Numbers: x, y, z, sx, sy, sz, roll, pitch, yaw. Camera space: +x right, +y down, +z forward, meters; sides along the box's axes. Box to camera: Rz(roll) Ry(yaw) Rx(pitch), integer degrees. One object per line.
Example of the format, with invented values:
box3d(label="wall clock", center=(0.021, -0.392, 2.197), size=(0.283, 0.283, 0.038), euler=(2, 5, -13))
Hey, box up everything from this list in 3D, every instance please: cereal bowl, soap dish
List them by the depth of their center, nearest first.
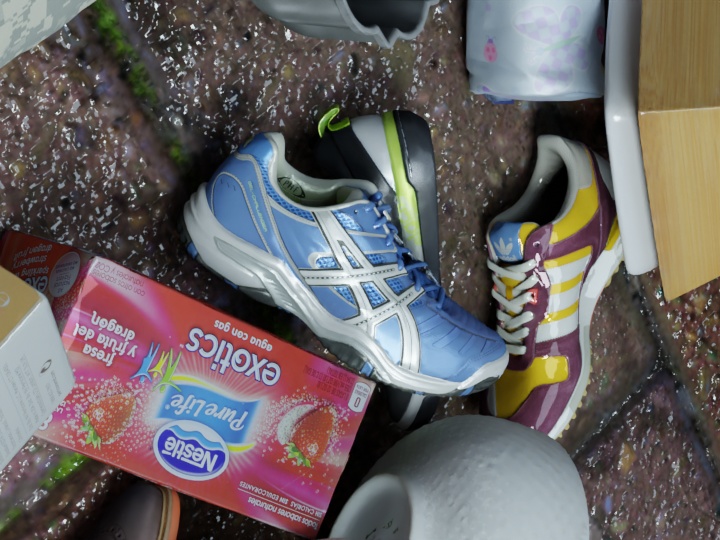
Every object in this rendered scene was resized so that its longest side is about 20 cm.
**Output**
box3d(label="cereal bowl", center=(0.035, 0.170, 1.075), size=(0.083, 0.200, 0.201), euler=(26, 82, -26))
box3d(label="soap dish", center=(0.197, -0.107, 1.148), size=(0.158, 0.081, 0.201), euler=(73, 19, -45))

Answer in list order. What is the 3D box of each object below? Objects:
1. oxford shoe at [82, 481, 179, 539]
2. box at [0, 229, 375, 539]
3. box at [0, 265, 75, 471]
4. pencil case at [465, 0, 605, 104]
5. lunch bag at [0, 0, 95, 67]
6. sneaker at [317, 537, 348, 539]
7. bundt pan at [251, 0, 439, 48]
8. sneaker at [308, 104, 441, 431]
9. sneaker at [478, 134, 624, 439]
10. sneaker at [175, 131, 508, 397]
box3d(label="oxford shoe", center=(-0.167, 0.185, 0.997), size=(0.073, 0.071, 0.200), euler=(43, 66, -22))
box3d(label="box", center=(-0.104, 0.061, 1.002), size=(0.200, 0.100, 0.096), euler=(27, 83, -38))
box3d(label="box", center=(-0.250, 0.063, 0.837), size=(0.200, 0.152, 0.106), euler=(-51, 166, -20))
box3d(label="pencil case", center=(0.110, -0.198, 1.136), size=(0.090, 0.083, 0.201), euler=(-7, 102, -33))
box3d(label="lunch bag", center=(-0.183, -0.178, 0.885), size=(0.200, 0.139, 0.168), euler=(-43, 137, -24))
box3d(label="sneaker", center=(-0.073, 0.218, 1.045), size=(0.111, 0.077, 0.200), euler=(-1, 141, -18))
box3d(label="bundt pan", center=(-0.023, -0.216, 1.001), size=(0.202, 0.075, 0.203), euler=(-1, 90, -65))
box3d(label="sneaker", center=(0.004, -0.002, 1.114), size=(0.082, 0.072, 0.201), euler=(-5, 108, -3))
box3d(label="sneaker", center=(0.104, 0.014, 1.178), size=(0.090, 0.075, 0.201), euler=(34, 68, -39))
box3d(label="sneaker", center=(0.000, 0.000, 1.036), size=(0.200, 0.076, 0.077), euler=(30, 111, -11))
